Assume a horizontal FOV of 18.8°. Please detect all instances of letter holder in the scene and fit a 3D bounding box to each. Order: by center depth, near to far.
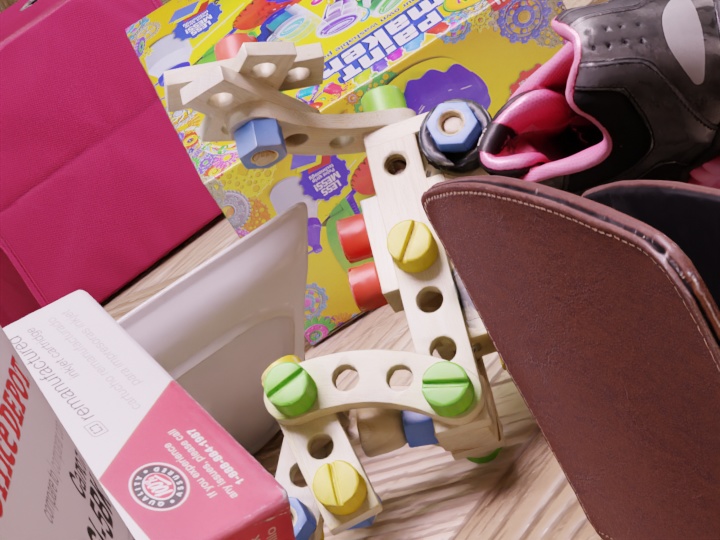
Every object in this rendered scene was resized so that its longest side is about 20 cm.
[{"bbox_3d":[0.110,0.013,0.605,0.100,0.142,0.200,-33,13,-10],"label":"letter holder"}]

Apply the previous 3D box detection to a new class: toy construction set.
[{"bbox_3d":[0.000,0.000,0.826,0.131,0.201,0.092,-18,-10,8],"label":"toy construction set"}]

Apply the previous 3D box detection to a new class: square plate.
[{"bbox_3d":[-0.096,0.074,0.923,0.200,0.028,0.198,-36,-18,-17],"label":"square plate"}]

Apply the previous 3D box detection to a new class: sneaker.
[{"bbox_3d":[0.081,-0.042,0.747,0.095,0.079,0.200,-8,-22,-13],"label":"sneaker"}]

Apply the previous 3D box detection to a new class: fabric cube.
[{"bbox_3d":[-0.228,-0.087,1.591,0.199,0.200,0.196,-38,16,-22],"label":"fabric cube"}]

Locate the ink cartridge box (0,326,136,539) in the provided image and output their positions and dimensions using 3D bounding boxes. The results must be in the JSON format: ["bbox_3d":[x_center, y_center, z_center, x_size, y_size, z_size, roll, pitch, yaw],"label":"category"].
[{"bbox_3d":[-0.075,0.120,0.497,0.083,0.200,0.147,-30,14,1],"label":"ink cartridge box"}]

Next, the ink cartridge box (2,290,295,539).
[{"bbox_3d":[-0.139,0.112,0.738,0.200,0.084,0.145,-28,45,-23],"label":"ink cartridge box"}]

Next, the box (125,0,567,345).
[{"bbox_3d":[0.006,-0.099,1.161,0.200,0.122,0.193,-32,35,0],"label":"box"}]
